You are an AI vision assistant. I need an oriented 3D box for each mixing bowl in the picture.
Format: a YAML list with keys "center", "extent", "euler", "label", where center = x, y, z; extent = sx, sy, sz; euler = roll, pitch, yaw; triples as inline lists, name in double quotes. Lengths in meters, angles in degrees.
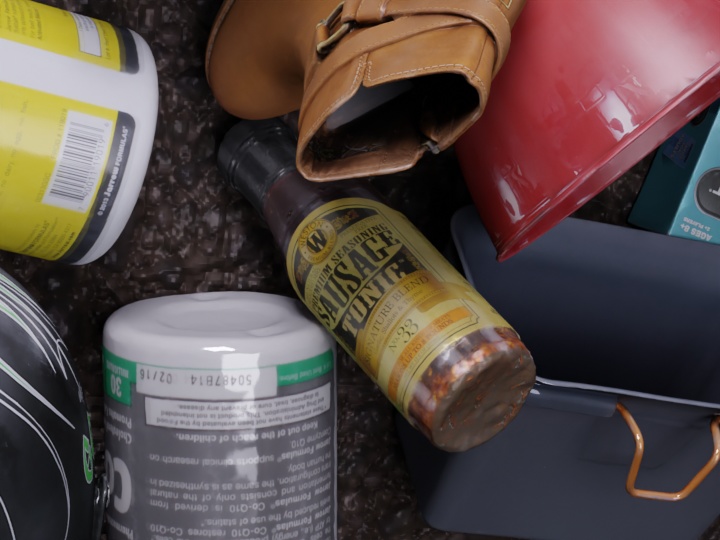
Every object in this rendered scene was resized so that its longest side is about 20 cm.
- center: [0.109, -0.106, 1.101]
  extent: [0.200, 0.200, 0.108]
  euler: [-38, 86, -10]
  label: "mixing bowl"

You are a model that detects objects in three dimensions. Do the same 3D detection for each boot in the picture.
- center: [-0.005, -0.085, 1.033]
  extent: [0.200, 0.156, 0.077]
  euler: [-24, 125, 31]
  label: "boot"

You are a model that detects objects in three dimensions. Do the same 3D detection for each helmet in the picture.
- center: [-0.220, 0.073, 1.034]
  extent: [0.199, 0.200, 0.191]
  euler: [-27, 116, -15]
  label: "helmet"

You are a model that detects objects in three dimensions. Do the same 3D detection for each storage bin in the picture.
- center: [0.120, 0.073, 1.190]
  extent: [0.199, 0.146, 0.135]
  euler: [8, 130, -23]
  label: "storage bin"

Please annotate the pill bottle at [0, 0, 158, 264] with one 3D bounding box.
- center: [-0.198, -0.076, 1.051]
  extent: [0.199, 0.112, 0.112]
  euler: [14, 96, -24]
  label: "pill bottle"

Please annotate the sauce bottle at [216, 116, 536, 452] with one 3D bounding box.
- center: [0.000, 0.000, 1.106]
  extent: [0.066, 0.200, 0.066]
  euler: [-27, 141, -24]
  label: "sauce bottle"

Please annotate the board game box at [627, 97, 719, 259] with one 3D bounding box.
- center: [0.250, -0.089, 1.265]
  extent: [0.151, 0.047, 0.201]
  euler: [21, 93, -24]
  label: "board game box"

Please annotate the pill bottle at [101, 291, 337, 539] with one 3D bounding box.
- center: [-0.067, 0.118, 1.146]
  extent: [0.113, 0.113, 0.201]
  euler: [-5, 102, -21]
  label: "pill bottle"
